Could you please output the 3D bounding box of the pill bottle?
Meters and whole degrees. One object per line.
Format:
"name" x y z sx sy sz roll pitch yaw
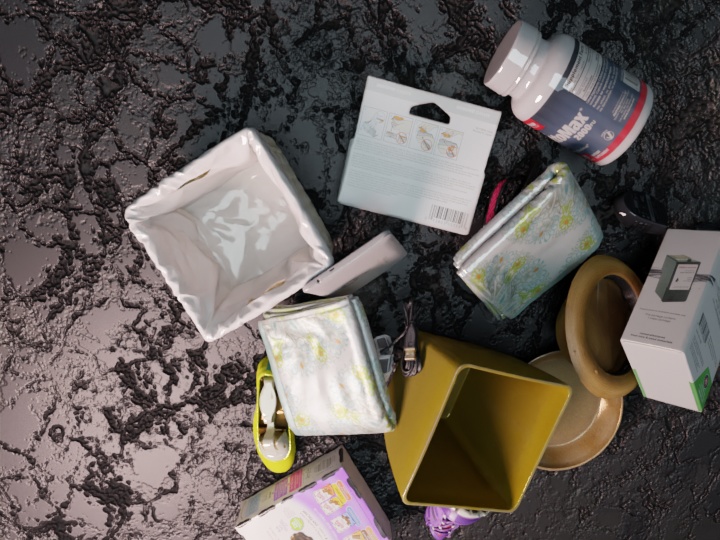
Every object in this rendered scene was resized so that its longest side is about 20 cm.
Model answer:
"pill bottle" 0.269 -0.238 0.821 0.197 0.120 0.121 27 102 -8

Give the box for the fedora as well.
"fedora" 0.343 0.082 0.903 0.197 0.081 0.205 3 83 -28

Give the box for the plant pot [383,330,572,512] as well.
"plant pot" 0.138 0.195 0.879 0.197 0.176 0.203 15 104 -27

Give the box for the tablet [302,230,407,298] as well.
"tablet" 0.000 0.000 0.835 0.129 0.200 0.014 -34 79 6

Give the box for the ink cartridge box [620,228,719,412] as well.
"ink cartridge box" 0.450 0.064 0.858 0.201 0.083 0.147 -56 129 -23

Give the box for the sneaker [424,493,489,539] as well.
"sneaker" 0.137 0.366 0.926 0.080 0.201 0.084 28 74 11

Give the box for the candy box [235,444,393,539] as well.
"candy box" -0.072 0.407 0.993 0.198 0.072 0.170 -29 104 4

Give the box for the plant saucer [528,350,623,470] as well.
"plant saucer" 0.313 0.216 0.981 0.196 0.035 0.205 -1 103 -3

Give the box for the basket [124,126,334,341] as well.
"basket" -0.159 -0.054 0.820 0.196 0.161 0.202 -31 99 6

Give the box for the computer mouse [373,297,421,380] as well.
"computer mouse" 0.031 0.134 0.903 0.043 0.111 0.200 19 138 -26

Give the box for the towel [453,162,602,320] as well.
"towel" 0.236 -0.029 0.859 0.200 0.048 0.171 -43 138 7

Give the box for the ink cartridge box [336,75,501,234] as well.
"ink cartridge box" 0.079 -0.159 0.872 0.196 0.044 0.177 13 103 -6

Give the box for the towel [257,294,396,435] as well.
"towel" -0.051 0.136 0.865 0.169 0.048 0.204 -10 103 35

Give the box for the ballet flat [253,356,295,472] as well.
"ballet flat" -0.136 0.232 0.948 0.065 0.067 0.204 0 105 0

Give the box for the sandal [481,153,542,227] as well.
"sandal" 0.191 -0.083 0.884 0.045 0.075 0.202 35 104 5

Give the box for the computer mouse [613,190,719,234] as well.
"computer mouse" 0.457 -0.068 0.916 0.196 0.059 0.034 17 144 -11
